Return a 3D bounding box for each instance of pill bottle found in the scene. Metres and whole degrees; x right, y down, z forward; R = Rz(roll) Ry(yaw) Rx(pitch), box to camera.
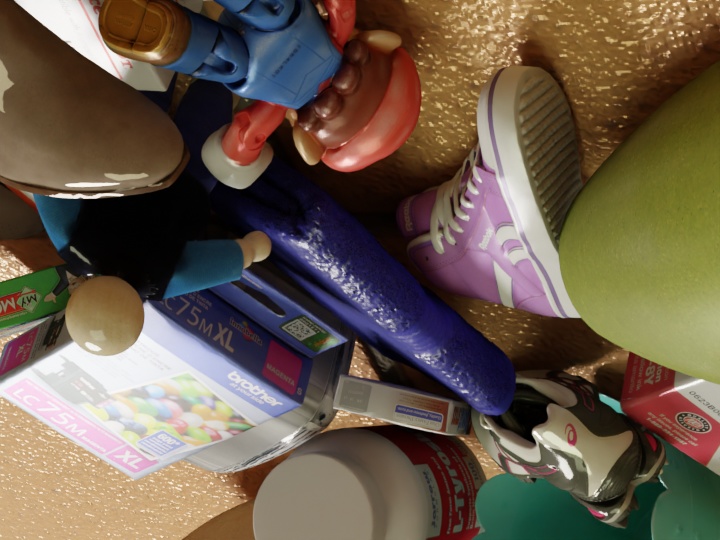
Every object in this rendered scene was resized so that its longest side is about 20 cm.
[{"bbox_3d":[0.007,0.162,1.175,0.111,0.114,0.200,2,178,23],"label":"pill bottle"}]

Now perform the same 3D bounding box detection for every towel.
[{"bbox_3d":[0.000,0.000,1.027,0.200,0.050,0.147,42,171,-37],"label":"towel"}]

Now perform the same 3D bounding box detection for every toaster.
[{"bbox_3d":[-0.092,0.054,1.138,0.128,0.115,0.199,29,144,-25],"label":"toaster"}]

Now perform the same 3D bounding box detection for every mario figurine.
[{"bbox_3d":[-0.049,-0.114,0.867,0.122,0.107,0.199,-17,156,26],"label":"mario figurine"}]

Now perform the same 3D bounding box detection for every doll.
[{"bbox_3d":[-0.108,-0.039,0.911,0.135,0.201,0.049,27,138,-14],"label":"doll"}]

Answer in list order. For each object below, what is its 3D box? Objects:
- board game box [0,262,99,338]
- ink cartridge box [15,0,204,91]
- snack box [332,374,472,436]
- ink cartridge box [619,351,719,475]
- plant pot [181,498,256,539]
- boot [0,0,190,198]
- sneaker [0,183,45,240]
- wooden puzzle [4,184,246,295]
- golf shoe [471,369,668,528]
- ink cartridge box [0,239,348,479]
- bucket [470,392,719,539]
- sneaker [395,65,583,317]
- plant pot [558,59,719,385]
[{"bbox_3d":[-0.246,0.031,1.123,0.133,0.029,0.200,-18,180,-20],"label":"board game box"},{"bbox_3d":[-0.158,-0.155,0.886,0.198,0.068,0.116,4,145,21],"label":"ink cartridge box"},{"bbox_3d":[0.032,0.088,1.128,0.071,0.025,0.200,12,176,9],"label":"snack box"},{"bbox_3d":[0.268,0.053,0.984,0.144,0.084,0.199,33,145,-22],"label":"ink cartridge box"},{"bbox_3d":[-0.040,0.251,1.372,0.200,0.201,0.134,37,108,-28],"label":"plant pot"},{"bbox_3d":[-0.182,-0.115,0.805,0.198,0.071,0.147,16,148,27],"label":"boot"},{"bbox_3d":[-0.305,-0.021,1.126,0.199,0.109,0.068,12,149,9],"label":"sneaker"},{"bbox_3d":[-0.178,-0.050,1.014,0.199,0.037,0.184,37,172,-32],"label":"wooden puzzle"},{"bbox_3d":[0.111,0.089,1.083,0.088,0.078,0.200,35,174,-22],"label":"golf shoe"},{"bbox_3d":[-0.114,0.056,1.015,0.119,0.042,0.199,36,136,-27],"label":"ink cartridge box"},{"bbox_3d":[0.175,0.193,1.141,0.134,0.209,0.207,22,150,-28],"label":"bucket"},{"bbox_3d":[0.064,-0.038,0.959,0.113,0.073,0.201,7,147,21],"label":"sneaker"},{"bbox_3d":[0.188,-0.018,0.846,0.186,0.189,0.199,31,159,-21],"label":"plant pot"}]
